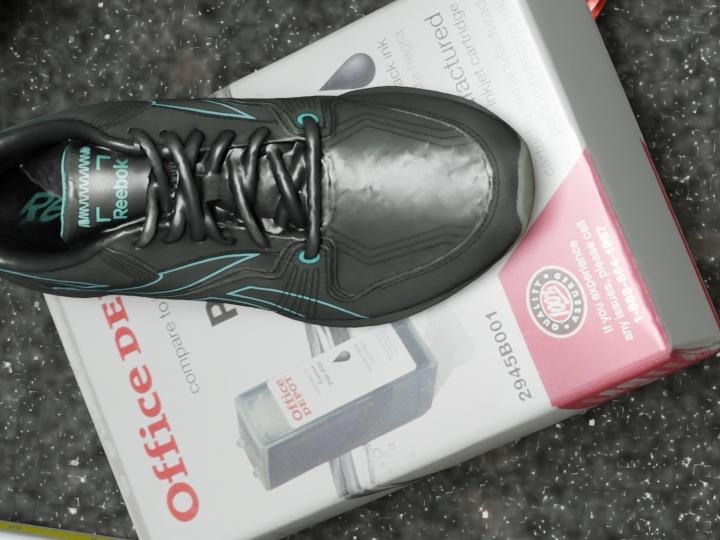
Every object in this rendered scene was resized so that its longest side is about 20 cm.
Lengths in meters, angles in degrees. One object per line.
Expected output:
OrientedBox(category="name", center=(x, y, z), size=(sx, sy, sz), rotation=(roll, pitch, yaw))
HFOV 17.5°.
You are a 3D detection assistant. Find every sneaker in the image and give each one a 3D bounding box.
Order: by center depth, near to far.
OrientedBox(category="sneaker", center=(-0.046, -0.018, 0.722), size=(0.199, 0.079, 0.076), rotation=(-4, 89, 20))

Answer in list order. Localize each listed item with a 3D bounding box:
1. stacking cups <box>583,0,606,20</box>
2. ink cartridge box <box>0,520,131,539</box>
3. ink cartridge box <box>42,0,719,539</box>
OrientedBox(category="stacking cups", center=(-0.002, -0.141, 0.832), size=(0.199, 0.061, 0.061), rotation=(30, 91, 9))
OrientedBox(category="ink cartridge box", center=(-0.167, 0.183, 0.823), size=(0.199, 0.047, 0.199), rotation=(10, 89, -3))
OrientedBox(category="ink cartridge box", center=(0.000, 0.000, 0.791), size=(0.199, 0.085, 0.146), rotation=(-25, 83, 21))
